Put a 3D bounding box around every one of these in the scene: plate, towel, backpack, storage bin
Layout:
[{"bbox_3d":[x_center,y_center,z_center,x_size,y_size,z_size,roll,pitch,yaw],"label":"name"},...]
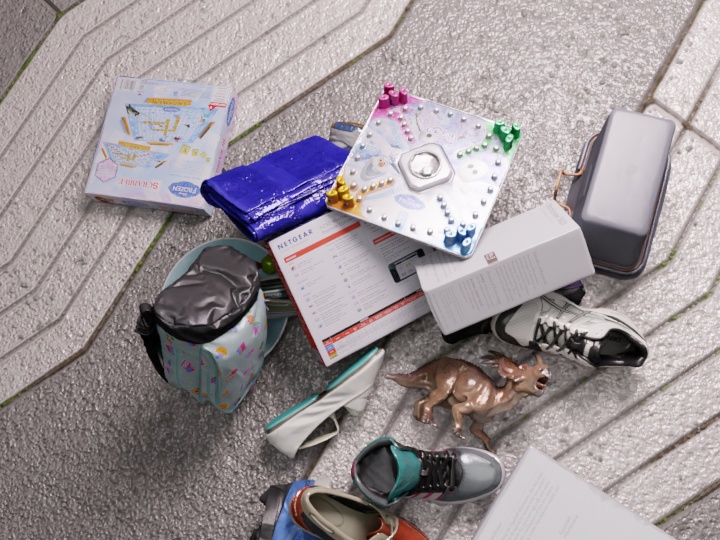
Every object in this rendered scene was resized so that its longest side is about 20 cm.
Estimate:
[{"bbox_3d":[-0.195,0.051,1.110,0.198,0.026,0.202,-2,76,10],"label":"plate"},{"bbox_3d":[-0.098,-0.121,1.017,0.199,0.050,0.147,-28,46,-28],"label":"towel"},{"bbox_3d":[-0.193,0.088,0.986,0.126,0.201,0.167,31,48,19],"label":"backpack"},{"bbox_3d":[0.331,-0.111,1.001,0.144,0.134,0.202,16,78,14],"label":"storage bin"}]

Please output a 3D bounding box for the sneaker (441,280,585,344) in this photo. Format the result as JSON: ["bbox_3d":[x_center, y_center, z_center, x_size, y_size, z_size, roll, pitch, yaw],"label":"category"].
[{"bbox_3d":[0.205,0.056,1.014,0.199,0.076,0.088,-32,78,1],"label":"sneaker"}]

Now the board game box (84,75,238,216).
[{"bbox_3d":[-0.305,-0.195,1.185,0.198,0.041,0.201,9,77,12],"label":"board game box"}]

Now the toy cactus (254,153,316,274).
[{"bbox_3d":[-0.103,-0.074,1.096,0.163,0.103,0.201,4,48,-13],"label":"toy cactus"}]

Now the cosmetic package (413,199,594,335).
[{"bbox_3d":[0.173,-0.005,0.949,0.199,0.102,0.074,-25,114,6],"label":"cosmetic package"}]

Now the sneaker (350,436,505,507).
[{"bbox_3d":[0.075,0.249,0.949,0.198,0.121,0.084,-5,75,16],"label":"sneaker"}]

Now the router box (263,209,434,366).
[{"bbox_3d":[0.000,0.000,1.014,0.199,0.049,0.181,-26,99,-12],"label":"router box"}]

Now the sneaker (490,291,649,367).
[{"bbox_3d":[0.265,0.077,0.955,0.198,0.088,0.076,6,108,-6],"label":"sneaker"}]

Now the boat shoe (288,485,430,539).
[{"bbox_3d":[0.008,0.318,0.948,0.199,0.063,0.072,26,55,-12],"label":"boat shoe"}]

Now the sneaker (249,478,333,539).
[{"bbox_3d":[-0.086,0.372,0.977,0.110,0.077,0.202,-4,71,3],"label":"sneaker"}]

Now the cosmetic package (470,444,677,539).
[{"bbox_3d":[0.233,0.347,0.904,0.199,0.123,0.200,32,83,15],"label":"cosmetic package"}]

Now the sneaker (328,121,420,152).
[{"bbox_3d":[0.034,-0.151,1.078,0.199,0.075,0.089,23,109,41],"label":"sneaker"}]

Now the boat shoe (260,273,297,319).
[{"bbox_3d":[-0.061,0.027,1.057,0.198,0.062,0.073,-12,75,-7],"label":"boat shoe"}]

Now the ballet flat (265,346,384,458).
[{"bbox_3d":[-0.036,0.182,1.033,0.199,0.069,0.070,-37,72,4],"label":"ballet flat"}]

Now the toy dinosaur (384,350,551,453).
[{"bbox_3d":[0.139,0.148,0.996,0.199,0.086,0.137,19,80,19],"label":"toy dinosaur"}]

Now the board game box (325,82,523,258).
[{"bbox_3d":[0.082,-0.135,0.972,0.198,0.026,0.201,21,68,14],"label":"board game box"}]
